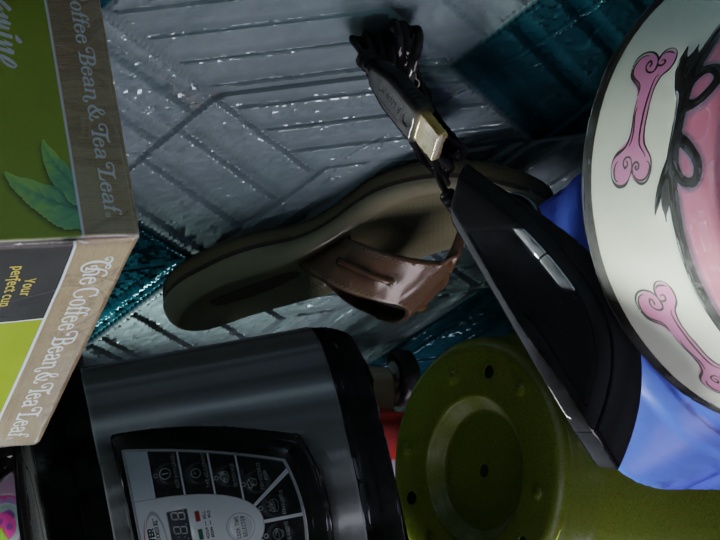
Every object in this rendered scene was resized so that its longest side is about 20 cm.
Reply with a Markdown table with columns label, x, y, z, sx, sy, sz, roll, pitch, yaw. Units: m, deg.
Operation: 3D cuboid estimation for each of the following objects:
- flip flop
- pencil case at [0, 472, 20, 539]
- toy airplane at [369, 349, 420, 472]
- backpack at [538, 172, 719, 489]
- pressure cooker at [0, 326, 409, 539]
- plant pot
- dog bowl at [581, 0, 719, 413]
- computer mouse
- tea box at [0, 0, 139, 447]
| label | x | y | z | sx | sy | sz | roll | pitch | yaw |
| --- | --- | --- | --- | --- | --- | --- | --- | --- | --- |
| flip flop | 0.000 | 0.000 | 1.268 | 0.200 | 0.058 | 0.081 | -19 | 156 | 15 |
| pencil case | -0.144 | 0.154 | 1.377 | 0.087 | 0.200 | 0.087 | -52 | 176 | -5 |
| toy airplane | -0.022 | 0.142 | 1.476 | 0.200 | 0.141 | 0.199 | -20 | 156 | 17 |
| backpack | 0.173 | 0.003 | 1.219 | 0.200 | 0.163 | 0.168 | 0 | 144 | -49 |
| pressure cooker | -0.085 | 0.126 | 1.257 | 0.200 | 0.176 | 0.179 | -9 | 128 | -7 |
| plant pot | 0.129 | 0.101 | 1.366 | 0.193 | 0.201 | 0.200 | 3 | 152 | -39 |
| dog bowl | 0.193 | -0.034 | 1.090 | 0.200 | 0.200 | 0.074 | 0 | 178 | -25 |
| computer mouse | 0.063 | -0.020 | 1.105 | 0.046 | 0.200 | 0.140 | -30 | 149 | 3 |
| tea box | -0.205 | -0.021 | 1.024 | 0.197 | 0.134 | 0.200 | -2 | 155 | -20 |
